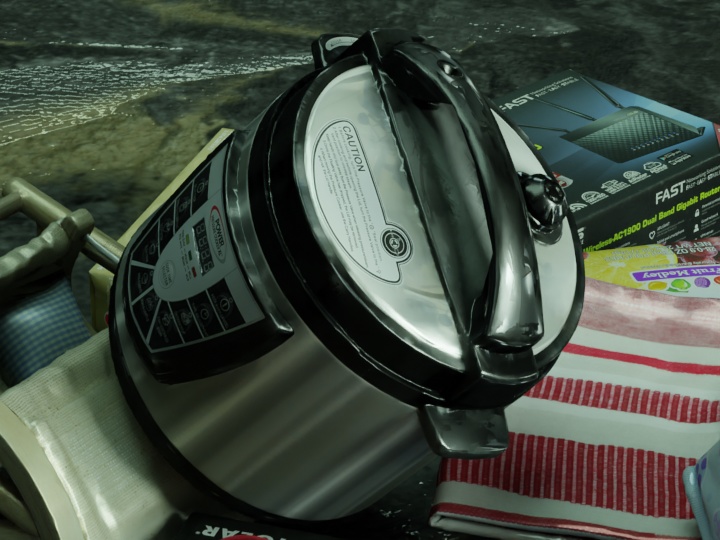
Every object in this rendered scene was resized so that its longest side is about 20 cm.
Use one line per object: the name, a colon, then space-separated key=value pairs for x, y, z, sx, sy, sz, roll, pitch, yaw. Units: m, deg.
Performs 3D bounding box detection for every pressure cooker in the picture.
pressure cooker: x=0.002 y=-0.001 z=1.238 sx=0.176 sy=0.200 sz=0.179 roll=44 pitch=43 yaw=-9

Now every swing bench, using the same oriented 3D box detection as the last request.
swing bench: x=-0.150 y=0.065 z=1.324 sx=0.199 sy=0.131 sz=0.199 roll=16 pitch=29 yaw=29

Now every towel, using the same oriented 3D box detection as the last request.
towel: x=0.118 y=0.065 z=1.306 sx=0.143 sy=0.023 sz=0.200 roll=7 pitch=34 yaw=10

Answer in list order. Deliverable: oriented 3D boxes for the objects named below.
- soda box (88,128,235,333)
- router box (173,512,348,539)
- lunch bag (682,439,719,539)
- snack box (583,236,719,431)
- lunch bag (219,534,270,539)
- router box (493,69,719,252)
soda box: x=-0.082 y=-0.009 z=1.540 sx=0.067 sy=0.064 sz=0.200 roll=9 pitch=28 yaw=16
router box: x=-0.005 y=0.178 z=1.188 sx=0.199 sy=0.051 sz=0.149 roll=8 pitch=30 yaw=15
lunch bag: x=0.264 y=0.098 z=1.175 sx=0.199 sy=0.170 sz=0.128 roll=12 pitch=51 yaw=-20
snack box: x=0.142 y=0.062 z=1.400 sx=0.167 sy=0.068 sz=0.200 roll=-7 pitch=31 yaw=-13
lunch bag: x=-0.055 y=0.195 z=1.015 sx=0.200 sy=0.082 sz=0.176 roll=-47 pitch=26 yaw=-19
router box: x=0.112 y=-0.045 z=1.613 sx=0.149 sy=0.063 sz=0.199 roll=23 pitch=35 yaw=39
